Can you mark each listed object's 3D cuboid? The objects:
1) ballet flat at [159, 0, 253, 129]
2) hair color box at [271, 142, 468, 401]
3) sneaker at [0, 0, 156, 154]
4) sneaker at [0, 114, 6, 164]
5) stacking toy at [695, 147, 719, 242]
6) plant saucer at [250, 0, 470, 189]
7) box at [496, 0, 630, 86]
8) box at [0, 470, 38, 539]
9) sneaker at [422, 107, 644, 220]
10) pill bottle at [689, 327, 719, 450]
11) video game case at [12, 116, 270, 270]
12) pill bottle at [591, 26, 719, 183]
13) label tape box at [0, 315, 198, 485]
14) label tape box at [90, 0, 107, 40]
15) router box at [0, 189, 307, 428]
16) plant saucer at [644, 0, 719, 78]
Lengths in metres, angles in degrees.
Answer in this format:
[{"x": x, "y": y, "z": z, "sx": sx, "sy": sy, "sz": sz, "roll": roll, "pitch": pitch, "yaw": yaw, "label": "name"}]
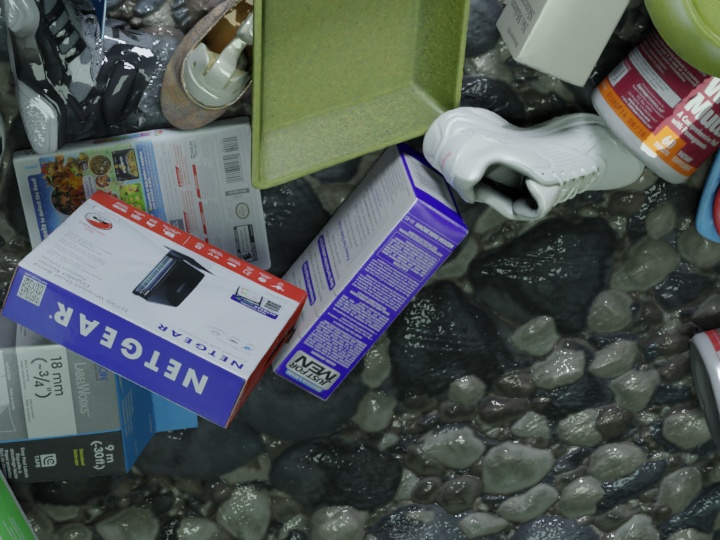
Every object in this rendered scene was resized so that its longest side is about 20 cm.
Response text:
[{"x": -0.097, "y": -0.186, "z": 1.544, "sx": 0.068, "sy": 0.067, "sz": 0.200, "roll": 34, "pitch": 110, "yaw": -15, "label": "ballet flat"}, {"x": 0.000, "y": 0.000, "z": 1.641, "sx": 0.065, "sy": 0.109, "sz": 0.200, "roll": 32, "pitch": 111, "yaw": -25, "label": "hair color box"}, {"x": -0.223, "y": -0.194, "z": 1.522, "sx": 0.113, "sy": 0.076, "sz": 0.201, "roll": -11, "pitch": 119, "yaw": -11, "label": "sneaker"}, {"x": -0.352, "y": -0.038, "z": 1.555, "sx": 0.079, "sy": 0.130, "sz": 0.199, "roll": 37, "pitch": 108, "yaw": -26, "label": "sneaker"}, {"x": 0.370, "y": -0.024, "z": 1.630, "sx": 0.115, "sy": 0.200, "sz": 0.110, "roll": 6, "pitch": 119, "yaw": -13, "label": "stacking toy"}, {"x": -0.009, "y": -0.180, "z": 1.528, "sx": 0.199, "sy": 0.048, "sz": 0.201, "roll": -20, "pitch": 137, "yaw": -25, "label": "plant saucer"}, {"x": 0.187, "y": -0.256, "z": 1.540, "sx": 0.068, "sy": 0.082, "sz": 0.201, "roll": 19, "pitch": 114, "yaw": -19, "label": "box"}, {"x": -0.395, "y": 0.221, "z": 1.677, "sx": 0.176, "sy": 0.097, "sz": 0.201, "roll": -6, "pitch": 124, "yaw": 26, "label": "box"}, {"x": 0.154, "y": -0.077, "z": 1.615, "sx": 0.199, "sy": 0.100, "sz": 0.078, "roll": -1, "pitch": 134, "yaw": -19, "label": "sneaker"}, {"x": 0.410, "y": 0.089, "z": 1.751, "sx": 0.199, "sy": 0.114, "sz": 0.114, "roll": -15, "pitch": 121, "yaw": 1, "label": "pill bottle"}, {"x": -0.183, "y": -0.050, "z": 1.638, "sx": 0.199, "sy": 0.018, "sz": 0.144, "roll": -9, "pitch": 121, "yaw": -4, "label": "video game case"}, {"x": 0.294, "y": -0.176, "z": 1.585, "sx": 0.109, "sy": 0.110, "sz": 0.200, "roll": 36, "pitch": 109, "yaw": -25, "label": "pill bottle"}, {"x": -0.245, "y": 0.107, "z": 1.692, "sx": 0.199, "sy": 0.063, "sz": 0.145, "roll": -5, "pitch": 121, "yaw": -5, "label": "label tape box"}, {"x": -0.214, "y": -0.278, "z": 1.382, "sx": 0.066, "sy": 0.143, "sz": 0.201, "roll": 1, "pitch": 109, "yaw": -10, "label": "label tape box"}, {"x": -0.159, "y": 0.026, "z": 1.537, "sx": 0.199, "sy": 0.180, "sz": 0.049, "roll": 26, "pitch": 115, "yaw": 2, "label": "router box"}, {"x": 0.316, "y": -0.241, "z": 1.488, "sx": 0.199, "sy": 0.031, "sz": 0.201, "roll": -2, "pitch": 107, "yaw": -7, "label": "plant saucer"}]
